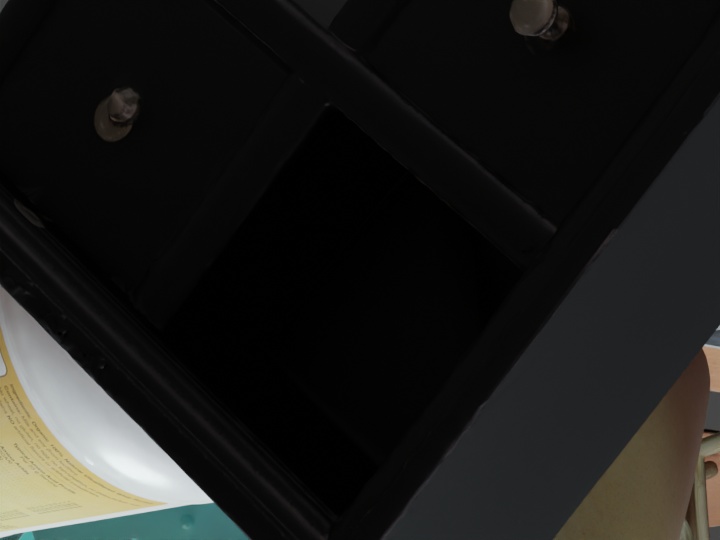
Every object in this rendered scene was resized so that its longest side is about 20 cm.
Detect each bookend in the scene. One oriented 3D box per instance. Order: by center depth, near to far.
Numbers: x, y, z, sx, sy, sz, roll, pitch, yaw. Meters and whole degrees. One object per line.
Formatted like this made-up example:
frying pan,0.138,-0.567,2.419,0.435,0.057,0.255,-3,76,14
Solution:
bookend,0.006,-0.054,0.617,0.200,0.199,0.092,-52,154,11

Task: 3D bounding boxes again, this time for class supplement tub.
supplement tub,-0.091,0.012,0.857,0.144,0.145,0.200,7,165,-42

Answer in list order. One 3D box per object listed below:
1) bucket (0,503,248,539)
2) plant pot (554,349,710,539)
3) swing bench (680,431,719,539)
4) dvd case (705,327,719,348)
bucket,-0.110,0.065,1.099,0.206,0.135,0.207,5,172,1
plant pot,0.071,0.128,1.177,0.186,0.201,0.188,4,138,3
swing bench,0.197,0.209,2.018,0.199,0.130,0.199,-4,170,5
dvd case,0.261,0.023,1.339,0.150,0.025,0.200,-11,166,39
